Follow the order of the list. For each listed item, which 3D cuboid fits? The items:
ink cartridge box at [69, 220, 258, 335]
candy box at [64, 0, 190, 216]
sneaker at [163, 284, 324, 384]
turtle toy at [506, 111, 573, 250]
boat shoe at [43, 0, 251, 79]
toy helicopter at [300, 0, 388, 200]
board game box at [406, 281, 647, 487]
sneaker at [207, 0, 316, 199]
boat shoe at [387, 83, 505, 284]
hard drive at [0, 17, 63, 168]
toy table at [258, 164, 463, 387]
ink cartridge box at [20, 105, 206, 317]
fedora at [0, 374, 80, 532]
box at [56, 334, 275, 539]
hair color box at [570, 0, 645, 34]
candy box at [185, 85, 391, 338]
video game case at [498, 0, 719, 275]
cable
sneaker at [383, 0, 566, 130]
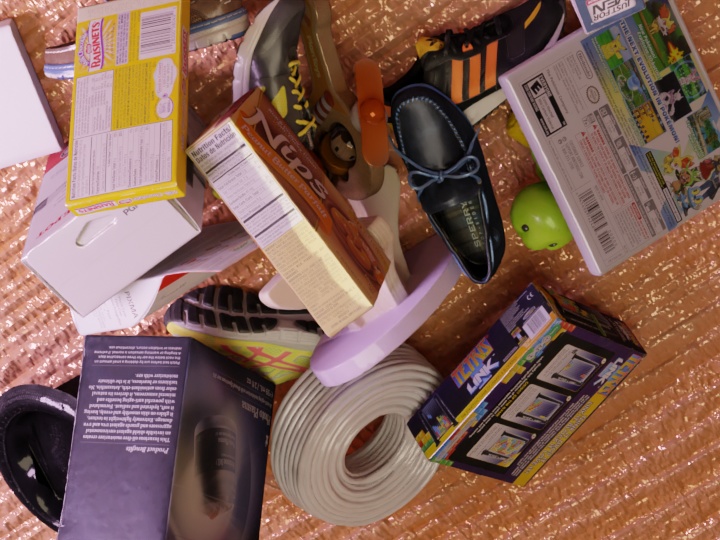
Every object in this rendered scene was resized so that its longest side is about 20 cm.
[{"bbox_3d":[-0.148,0.000,1.536,0.198,0.160,0.048,-7,107,37],"label":"ink cartridge box"},{"bbox_3d":[-0.195,-0.145,1.412,0.101,0.202,0.026,-10,151,16],"label":"candy box"},{"bbox_3d":[-0.102,0.077,1.676,0.198,0.078,0.091,11,122,-9],"label":"sneaker"},{"bbox_3d":[0.211,-0.108,1.567,0.145,0.101,0.201,28,115,-17],"label":"turtle toy"},{"bbox_3d":[-0.198,-0.224,1.506,0.198,0.072,0.073,-13,101,11],"label":"boat shoe"},{"bbox_3d":[-0.022,-0.161,1.522,0.078,0.132,0.202,-22,105,-28],"label":"toy helicopter"},{"bbox_3d":[0.168,0.118,1.681,0.165,0.057,0.200,21,117,-47],"label":"board game box"},{"bbox_3d":[-0.072,-0.149,1.507,0.084,0.074,0.202,21,111,13],"label":"sneaker"},{"bbox_3d":[0.089,-0.078,1.530,0.083,0.069,0.201,-24,117,19],"label":"boat shoe"},{"bbox_3d":[-0.394,-0.146,1.561,0.198,0.026,0.133,-15,120,6],"label":"hard drive"},{"bbox_3d":[0.000,0.000,1.591,0.183,0.200,0.117,-14,121,49],"label":"toy table"},{"bbox_3d":[-0.217,-0.070,1.512,0.146,0.201,0.083,-34,116,17],"label":"ink cartridge box"},{"bbox_3d":[-0.284,0.179,1.705,0.199,0.092,0.202,15,129,20],"label":"fedora"},{"bbox_3d":[-0.177,0.182,1.582,0.122,0.201,0.200,0,164,22],"label":"box"},{"bbox_3d":[0.180,-0.318,1.445,0.060,0.100,0.201,-21,119,8],"label":"hair color box"},{"bbox_3d":[-0.058,-0.053,1.433,0.055,0.116,0.201,-35,100,18],"label":"candy box"},{"bbox_3d":[0.240,-0.127,1.498,0.181,0.022,0.201,-31,102,-14],"label":"video game case"},{"bbox_3d":[0.002,0.166,1.692,0.198,0.069,0.202,-8,123,-37],"label":"cable"},{"bbox_3d":[0.097,-0.193,1.531,0.090,0.070,0.200,37,114,-25],"label":"sneaker"}]
